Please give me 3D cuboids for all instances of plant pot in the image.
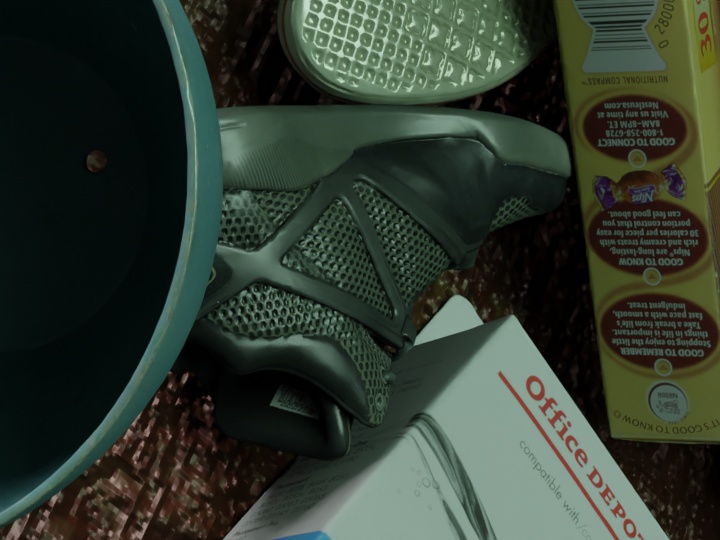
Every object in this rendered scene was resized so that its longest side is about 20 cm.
[{"bbox_3d":[-0.122,-0.024,0.705,0.135,0.199,0.201,0,73,-77],"label":"plant pot"}]

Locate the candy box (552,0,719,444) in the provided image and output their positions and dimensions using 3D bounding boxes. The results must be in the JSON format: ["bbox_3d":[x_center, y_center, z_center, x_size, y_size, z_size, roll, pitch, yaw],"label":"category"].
[{"bbox_3d":[0.124,-0.050,0.935,0.117,0.056,0.201,-34,119,-55],"label":"candy box"}]

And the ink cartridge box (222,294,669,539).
[{"bbox_3d":[0.032,0.098,0.858,0.116,0.067,0.200,54,50,-13],"label":"ink cartridge box"}]

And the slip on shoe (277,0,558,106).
[{"bbox_3d":[0.037,-0.105,0.929,0.200,0.061,0.075,-30,102,-45],"label":"slip on shoe"}]

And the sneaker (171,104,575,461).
[{"bbox_3d":[0.000,0.000,0.861,0.199,0.076,0.115,-8,96,-50],"label":"sneaker"}]
